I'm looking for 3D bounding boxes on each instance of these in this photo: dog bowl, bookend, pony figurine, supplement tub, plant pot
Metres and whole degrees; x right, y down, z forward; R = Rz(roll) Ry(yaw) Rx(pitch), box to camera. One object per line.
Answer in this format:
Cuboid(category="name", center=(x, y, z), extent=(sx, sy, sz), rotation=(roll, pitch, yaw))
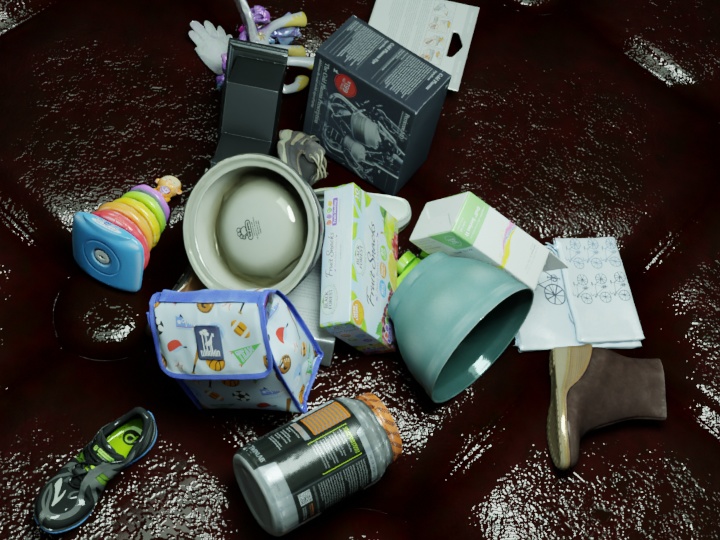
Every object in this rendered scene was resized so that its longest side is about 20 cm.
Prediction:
Cuboid(category="dog bowl", center=(-0.135, -0.055, 1.599), extent=(0.198, 0.074, 0.203), rotation=(1, 92, 18))
Cuboid(category="bookend", center=(-0.171, -0.191, 1.703), extent=(0.091, 0.200, 0.201), rotation=(11, 37, -3))
Cuboid(category="pony figurine", center=(-0.165, -0.357, 1.887), extent=(0.198, 0.167, 0.194), rotation=(-15, 68, -36))
Cuboid(category="supplement tub", center=(-0.053, 0.242, 1.522), extent=(0.199, 0.123, 0.123), rotation=(-25, 64, -22))
Cuboid(category="plant pot", center=(0.121, 0.061, 1.626), extent=(0.200, 0.201, 0.134), rotation=(-35, 65, -27))

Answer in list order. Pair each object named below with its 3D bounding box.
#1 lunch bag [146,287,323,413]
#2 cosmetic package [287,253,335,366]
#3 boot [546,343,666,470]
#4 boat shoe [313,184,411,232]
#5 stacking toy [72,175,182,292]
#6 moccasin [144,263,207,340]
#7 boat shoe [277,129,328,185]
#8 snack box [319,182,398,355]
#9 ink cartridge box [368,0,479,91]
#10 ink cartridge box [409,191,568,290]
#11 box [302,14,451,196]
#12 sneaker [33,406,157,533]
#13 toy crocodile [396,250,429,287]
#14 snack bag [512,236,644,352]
Cuboid(category="lunch bag", center=(-0.162, 0.095, 1.524), extent=(0.168, 0.201, 0.125), rotation=(-1, 52, 19))
Cuboid(category="cosmetic package", center=(-0.075, 0.026, 1.687), extent=(0.100, 0.072, 0.202), rotation=(10, 57, -1))
Cuboid(category="boot", center=(0.345, 0.192, 1.649), extent=(0.164, 0.073, 0.202), rotation=(9, 53, -1))
Cuboid(category="boat shoe", center=(-0.015, -0.086, 1.770), extent=(0.198, 0.069, 0.075), rotation=(-7, 59, -14))
Cuboid(category="stacking toy", center=(-0.315, -0.077, 1.709), extent=(0.115, 0.110, 0.200), rotation=(26, 46, 11))
Cuboid(category="moccasin", center=(-0.218, 0.028, 1.664), extent=(0.077, 0.074, 0.202), rotation=(34, 54, -4))
Cuboid(category="boat shoe", center=(-0.085, -0.164, 1.759), extent=(0.072, 0.075, 0.201), rotation=(-4, 27, -1))
Cuboid(category="snack box", center=(0.000, 0.000, 1.652), extent=(0.052, 0.142, 0.202), rotation=(-10, 66, 27))
Cuboid(category="ink cartridge box", center=(0.094, -0.380, 1.991), extent=(0.174, 0.045, 0.202), rotation=(16, 57, 2))
Cuboid(category="ink cartridge box", center=(0.183, -0.024, 1.686), extent=(0.199, 0.117, 0.068), rotation=(33, 70, -22))
Cuboid(category="box", center=(0.020, -0.246, 1.800), extent=(0.181, 0.201, 0.104), rotation=(32, 56, 13))
Cuboid(category="sneaker", center=(-0.336, 0.244, 1.498), extent=(0.071, 0.083, 0.200), rotation=(36, 59, 15))
Cuboid(category="toy crocodile", center=(0.104, -0.013, 1.755), extent=(0.067, 0.062, 0.200), rotation=(34, 63, 13))
Cuboid(category="snack bag", center=(0.309, 0.033, 1.777), extent=(0.197, 0.021, 0.190), rotation=(-1, 58, -10))
